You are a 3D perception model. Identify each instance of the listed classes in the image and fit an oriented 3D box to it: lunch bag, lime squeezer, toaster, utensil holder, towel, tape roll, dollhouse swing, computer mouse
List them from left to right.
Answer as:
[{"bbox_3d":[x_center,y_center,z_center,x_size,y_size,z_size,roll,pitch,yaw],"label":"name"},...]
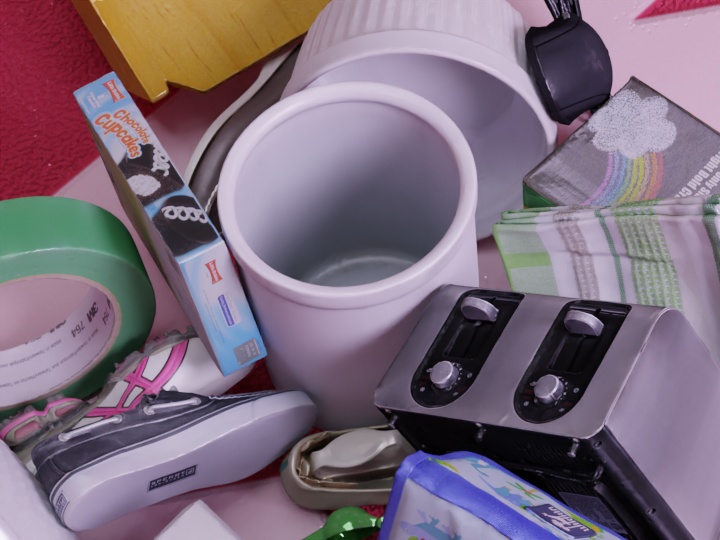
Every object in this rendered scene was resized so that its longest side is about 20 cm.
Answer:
[{"bbox_3d":[-0.239,0.033,1.589,0.199,0.201,0.048,-21,57,-8],"label":"tape roll"},{"bbox_3d":[-0.127,-0.228,1.817,0.199,0.176,0.182,-32,89,-14],"label":"dollhouse swing"},{"bbox_3d":[0.000,0.000,1.584,0.168,0.201,0.171,-3,56,4],"label":"utensil holder"},{"bbox_3d":[0.010,0.196,1.554,0.198,0.038,0.071,13,60,13],"label":"lime squeezer"},{"bbox_3d":[0.098,0.194,1.365,0.169,0.200,0.128,29,67,21],"label":"lunch bag"},{"bbox_3d":[0.149,-0.176,1.666,0.046,0.200,0.141,-20,89,15],"label":"computer mouse"},{"bbox_3d":[0.137,0.103,1.466,0.180,0.200,0.119,6,58,42],"label":"toaster"},{"bbox_3d":[0.177,0.028,1.539,0.199,0.150,0.031,-3,15,44],"label":"towel"}]

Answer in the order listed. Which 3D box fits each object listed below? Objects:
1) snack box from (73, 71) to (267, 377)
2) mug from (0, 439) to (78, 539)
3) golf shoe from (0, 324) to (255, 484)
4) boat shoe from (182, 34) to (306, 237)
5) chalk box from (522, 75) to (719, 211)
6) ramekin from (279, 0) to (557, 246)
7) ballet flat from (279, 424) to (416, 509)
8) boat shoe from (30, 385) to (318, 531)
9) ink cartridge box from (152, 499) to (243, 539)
[{"bbox_3d":[-0.130,-0.033,1.588,0.037,0.117,0.200,-27,47,-9],"label":"snack box"},{"bbox_3d":[-0.254,0.181,1.496,0.175,0.200,0.148,44,66,11],"label":"mug"},{"bbox_3d":[-0.152,0.110,1.612,0.199,0.073,0.092,-30,65,-3],"label":"golf shoe"},{"bbox_3d":[-0.068,-0.094,1.731,0.059,0.072,0.200,21,56,22],"label":"boat shoe"},{"bbox_3d":[0.224,-0.012,1.614,0.200,0.124,0.124,38,67,25],"label":"chalk box"},{"bbox_3d":[0.042,-0.120,1.664,0.198,0.201,0.106,1,48,7],"label":"ramekin"},{"bbox_3d":[0.043,0.126,1.579,0.198,0.070,0.070,-8,57,1],"label":"ballet flat"},{"bbox_3d":[-0.123,0.109,1.550,0.199,0.072,0.068,-20,58,-27],"label":"boat shoe"},{"bbox_3d":[-0.054,0.258,1.456,0.084,0.145,0.200,-41,62,-17],"label":"ink cartridge box"}]
